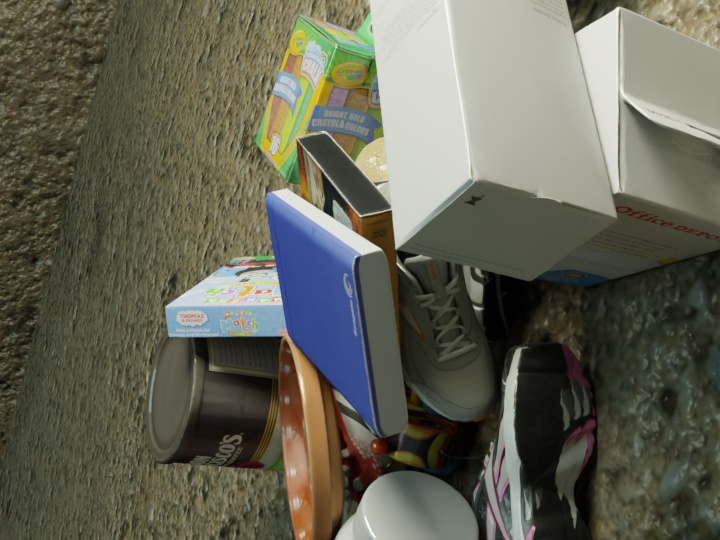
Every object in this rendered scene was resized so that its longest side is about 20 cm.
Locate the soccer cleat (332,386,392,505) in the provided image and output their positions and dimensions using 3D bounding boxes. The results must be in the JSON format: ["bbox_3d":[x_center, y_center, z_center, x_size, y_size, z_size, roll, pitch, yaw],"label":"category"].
[{"bbox_3d":[0.009,0.158,0.954,0.200,0.085,0.069,65,158,16],"label":"soccer cleat"}]

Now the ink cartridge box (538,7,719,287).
[{"bbox_3d":[0.170,-0.076,0.668,0.200,0.128,0.126,-22,61,57],"label":"ink cartridge box"}]

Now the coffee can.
[{"bbox_3d":[-0.107,0.136,1.031,0.146,0.200,0.147,-31,54,55],"label":"coffee can"}]

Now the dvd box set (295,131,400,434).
[{"bbox_3d":[-0.009,0.009,0.778,0.146,0.029,0.200,-126,27,-52],"label":"dvd box set"}]

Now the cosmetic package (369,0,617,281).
[{"bbox_3d":[0.076,-0.106,0.604,0.085,0.107,0.200,-40,44,48],"label":"cosmetic package"}]

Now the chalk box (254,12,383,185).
[{"bbox_3d":[-0.013,-0.193,1.058,0.124,0.124,0.200,51,125,55],"label":"chalk box"}]

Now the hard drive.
[{"bbox_3d":[-0.023,0.023,0.732,0.200,0.025,0.132,-144,43,-63],"label":"hard drive"}]

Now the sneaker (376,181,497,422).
[{"bbox_3d":[0.052,0.022,0.743,0.092,0.076,0.200,130,117,-80],"label":"sneaker"}]

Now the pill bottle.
[{"bbox_3d":[0.022,0.266,0.805,0.113,0.113,0.200,-114,34,-48],"label":"pill bottle"}]

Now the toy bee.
[{"bbox_3d":[0.050,0.130,0.840,0.200,0.109,0.131,-13,67,60],"label":"toy bee"}]

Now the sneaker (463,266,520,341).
[{"bbox_3d":[0.084,-0.042,0.807,0.080,0.074,0.200,16,113,40],"label":"sneaker"}]

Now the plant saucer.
[{"bbox_3d":[-0.044,0.156,0.869,0.200,0.032,0.201,176,90,-80],"label":"plant saucer"}]

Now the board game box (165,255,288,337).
[{"bbox_3d":[-0.088,0.023,0.997,0.200,0.151,0.037,-51,-42,-70],"label":"board game box"}]

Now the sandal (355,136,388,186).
[{"bbox_3d":[0.070,-0.118,0.845,0.211,0.070,0.078,-10,56,36],"label":"sandal"}]

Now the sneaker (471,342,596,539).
[{"bbox_3d":[0.117,0.152,0.732,0.086,0.080,0.200,-17,64,56],"label":"sneaker"}]
